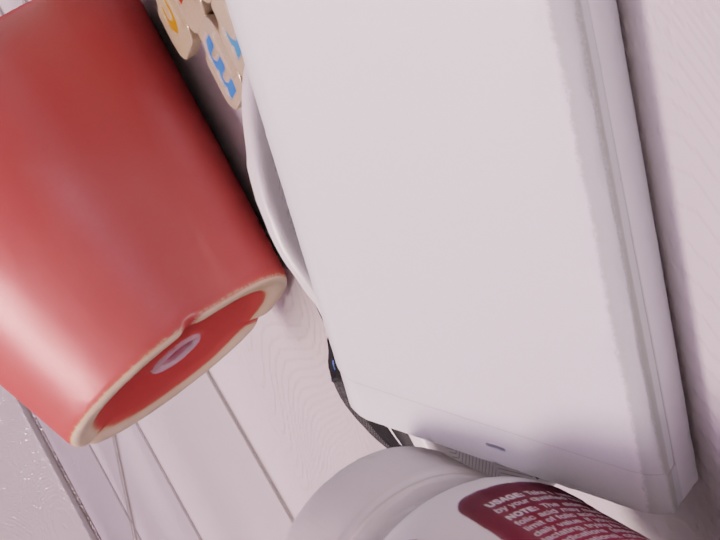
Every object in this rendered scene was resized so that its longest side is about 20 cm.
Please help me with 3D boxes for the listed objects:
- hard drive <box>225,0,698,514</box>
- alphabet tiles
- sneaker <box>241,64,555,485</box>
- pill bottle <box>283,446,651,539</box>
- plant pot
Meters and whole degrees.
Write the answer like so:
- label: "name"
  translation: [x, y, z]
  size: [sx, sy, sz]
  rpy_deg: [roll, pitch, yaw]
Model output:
- label: "hard drive"
  translation: [0.031, -0.019, 0.677]
  size: [0.132, 0.026, 0.201]
  rpy_deg: [16, 138, 34]
- label: "alphabet tiles"
  translation: [-0.090, -0.172, 0.981]
  size: [0.201, 0.015, 0.196]
  rpy_deg: [62, 166, 4]
- label: "sneaker"
  translation: [0.000, 0.000, 0.835]
  size: [0.201, 0.073, 0.112]
  rpy_deg: [64, 165, -8]
- label: "pill bottle"
  translation: [0.063, 0.133, 0.689]
  size: [0.200, 0.114, 0.115]
  rpy_deg: [26, 142, 51]
- label: "plant pot"
  translation: [-0.145, -0.020, 1.134]
  size: [0.178, 0.200, 0.200]
  rpy_deg: [51, 164, 10]
